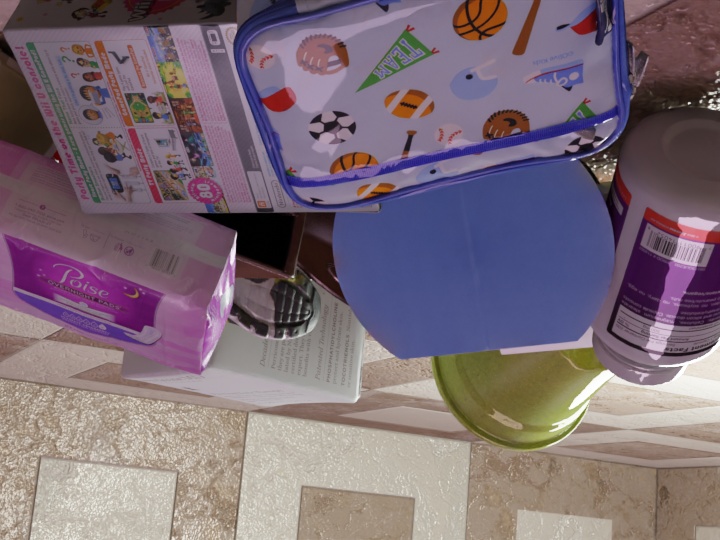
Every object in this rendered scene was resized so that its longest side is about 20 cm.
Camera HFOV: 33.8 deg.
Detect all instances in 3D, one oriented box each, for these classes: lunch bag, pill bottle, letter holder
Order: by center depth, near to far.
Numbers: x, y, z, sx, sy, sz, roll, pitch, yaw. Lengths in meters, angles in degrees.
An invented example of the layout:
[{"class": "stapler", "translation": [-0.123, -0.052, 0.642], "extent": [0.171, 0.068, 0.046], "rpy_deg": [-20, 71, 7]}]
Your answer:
[{"class": "lunch bag", "translation": [0.042, -0.106, 0.596], "extent": [0.198, 0.076, 0.161], "rpy_deg": [-10, 140, 5]}, {"class": "pill bottle", "translation": [0.224, -0.010, 0.850], "extent": [0.111, 0.113, 0.201], "rpy_deg": [5, 136, 0]}, {"class": "letter holder", "translation": [-0.155, -0.060, 0.920], "extent": [0.142, 0.101, 0.199], "rpy_deg": [19, 168, -40]}]

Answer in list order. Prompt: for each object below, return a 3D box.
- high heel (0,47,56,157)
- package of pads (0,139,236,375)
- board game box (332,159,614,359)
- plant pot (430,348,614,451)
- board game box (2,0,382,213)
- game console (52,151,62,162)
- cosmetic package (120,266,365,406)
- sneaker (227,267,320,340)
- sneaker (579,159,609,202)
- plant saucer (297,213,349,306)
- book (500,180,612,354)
[{"class": "high heel", "translation": [-0.281, -0.114, 0.899], "extent": [0.142, 0.071, 0.201], "rpy_deg": [36, 154, 32]}, {"class": "package of pads", "translation": [-0.185, -0.008, 0.823], "extent": [0.199, 0.076, 0.121], "rpy_deg": [20, 150, 1]}, {"class": "board game box", "translation": [0.080, -0.022, 0.847], "extent": [0.198, 0.159, 0.039], "rpy_deg": [-7, -161, 14]}, {"class": "plant pot", "translation": [0.200, 0.071, 1.249], "extent": [0.199, 0.202, 0.184], "rpy_deg": [9, 155, -18]}, {"class": "board game box", "translation": [-0.090, -0.105, 0.711], "extent": [0.198, 0.065, 0.148], "rpy_deg": [1, 137, 12]}, {"class": "game console", "translation": [-0.342, -0.081, 1.095], "extent": [0.198, 0.031, 0.177], "rpy_deg": [1, 166, 13]}, {"class": "cosmetic package", "translation": [-0.119, 0.046, 1.254], "extent": [0.199, 0.168, 0.167], "rpy_deg": [17, 162, -40]}, {"class": "sneaker", "translation": [-0.132, 0.010, 1.097], "extent": [0.199, 0.075, 0.085], "rpy_deg": [18, 178, -20]}, {"class": "sneaker", "translation": [0.105, -0.022, 0.933], "extent": [0.199, 0.087, 0.080], "rpy_deg": [-29, 146, 8]}, {"class": "plant saucer", "translation": [0.000, 0.000, 1.038], "extent": [0.199, 0.032, 0.200], "rpy_deg": [32, 166, 9]}, {"class": "book", "translation": [0.201, -0.004, 0.978], "extent": [0.199, 0.135, 0.048], "rpy_deg": [-8, -162, 22]}]
